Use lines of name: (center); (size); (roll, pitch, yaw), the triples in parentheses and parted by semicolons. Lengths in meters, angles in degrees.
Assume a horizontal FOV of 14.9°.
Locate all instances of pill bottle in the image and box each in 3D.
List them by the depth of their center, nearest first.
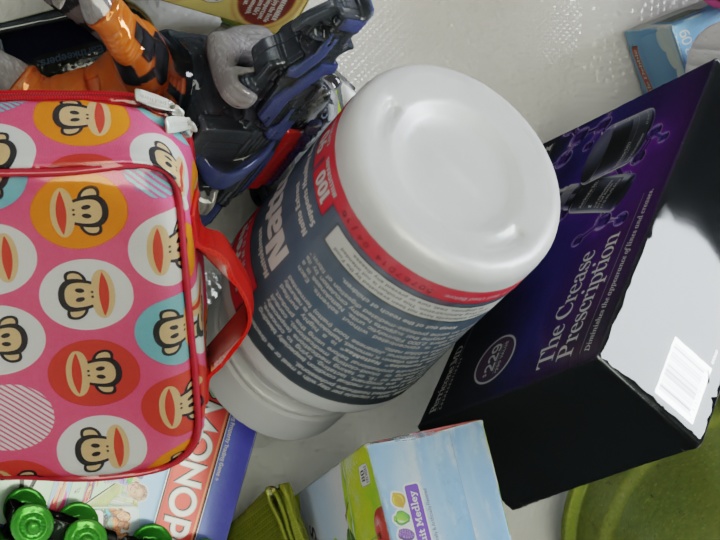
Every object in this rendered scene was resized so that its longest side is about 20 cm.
pill bottle: (0.000, 0.000, 1.353); (0.119, 0.200, 0.120); (17, 52, -23)

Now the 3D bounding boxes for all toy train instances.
toy train: (-0.155, 0.144, 1.383); (0.199, 0.042, 0.057); (17, 97, -17)

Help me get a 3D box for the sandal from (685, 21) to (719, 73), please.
sandal: (0.239, -0.039, 1.448); (0.059, 0.079, 0.208); (-18, 87, -40)

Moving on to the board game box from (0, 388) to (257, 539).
board game box: (-0.132, 0.116, 1.424); (0.134, 0.029, 0.202); (17, 86, -17)

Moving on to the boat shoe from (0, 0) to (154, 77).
boat shoe: (-0.190, -0.089, 1.382); (0.199, 0.062, 0.075); (-21, 100, -15)

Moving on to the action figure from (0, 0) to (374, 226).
action figure: (-0.080, -0.108, 1.325); (0.193, 0.200, 0.105); (20, 45, -34)

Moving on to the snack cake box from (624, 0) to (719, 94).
snack cake box: (0.236, -0.058, 1.520); (0.114, 0.067, 0.201); (-22, 98, -17)

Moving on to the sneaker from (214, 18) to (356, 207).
sneaker: (-0.013, -0.052, 1.444); (0.200, 0.074, 0.081); (39, 90, -10)

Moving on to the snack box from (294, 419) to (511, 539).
snack box: (0.025, 0.178, 1.370); (0.067, 0.200, 0.170); (-11, 79, -16)

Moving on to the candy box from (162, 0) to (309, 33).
candy box: (-0.117, -0.200, 1.377); (0.199, 0.055, 0.116); (15, 50, -19)

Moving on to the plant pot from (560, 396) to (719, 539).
plant pot: (0.220, 0.172, 1.432); (0.199, 0.184, 0.202); (-3, 111, -7)

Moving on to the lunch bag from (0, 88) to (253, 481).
lunch bag: (-0.138, 0.010, 1.307); (0.175, 0.082, 0.201); (-1, 129, -3)

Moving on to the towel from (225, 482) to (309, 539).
towel: (-0.029, 0.215, 1.394); (0.018, 0.086, 0.201); (-7, 69, -30)

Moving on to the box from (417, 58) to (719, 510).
box: (0.129, 0.008, 1.387); (0.079, 0.141, 0.201); (39, 53, -18)

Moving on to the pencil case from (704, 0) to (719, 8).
pencil case: (0.152, -0.226, 1.444); (0.200, 0.094, 0.091); (37, 76, 6)
